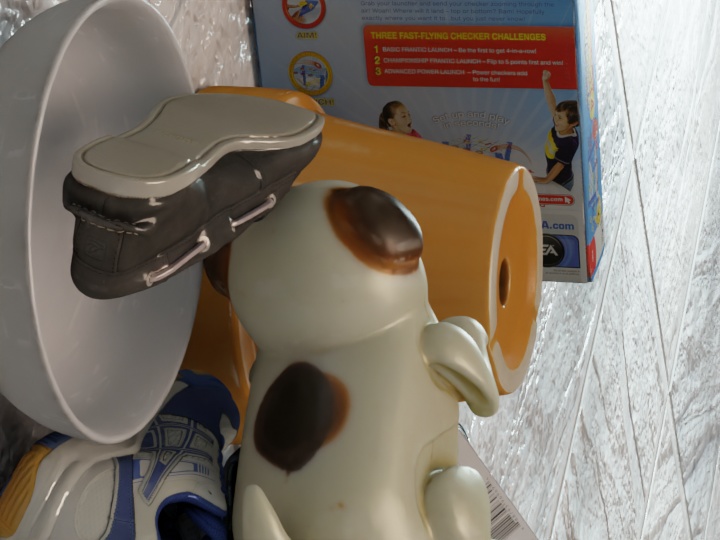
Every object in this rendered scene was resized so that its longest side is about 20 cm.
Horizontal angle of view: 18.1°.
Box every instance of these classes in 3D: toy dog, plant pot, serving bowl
[{"bbox_3d":[-0.015,0.057,1.090,0.193,0.139,0.202,0,82,-50],"label":"toy dog"},{"bbox_3d":[0.000,0.000,1.251,0.200,0.182,0.202,2,90,-72],"label":"plant pot"},{"bbox_3d":[-0.134,-0.025,1.017,0.200,0.065,0.202,3,90,-73],"label":"serving bowl"}]

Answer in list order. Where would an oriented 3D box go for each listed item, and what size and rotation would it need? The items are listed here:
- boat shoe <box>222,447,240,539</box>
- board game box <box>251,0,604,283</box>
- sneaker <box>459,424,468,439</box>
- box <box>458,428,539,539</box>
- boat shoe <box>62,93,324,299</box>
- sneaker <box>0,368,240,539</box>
[{"bbox_3d":[-0.060,0.199,1.295,0.069,0.084,0.202,13,64,-65],"label":"boat shoe"},{"bbox_3d":[0.042,-0.096,1.346,0.056,0.198,0.197,-56,145,-60],"label":"board game box"},{"bbox_3d":[0.032,0.066,1.506,0.199,0.079,0.131,15,87,-62],"label":"sneaker"},{"bbox_3d":[0.028,0.207,1.265,0.200,0.041,0.156,-36,89,-36],"label":"box"},{"bbox_3d":[-0.076,-0.037,1.002,0.200,0.066,0.057,-31,137,-64],"label":"boat shoe"},{"bbox_3d":[-0.097,0.111,1.088,0.076,0.088,0.200,-63,167,23],"label":"sneaker"}]
